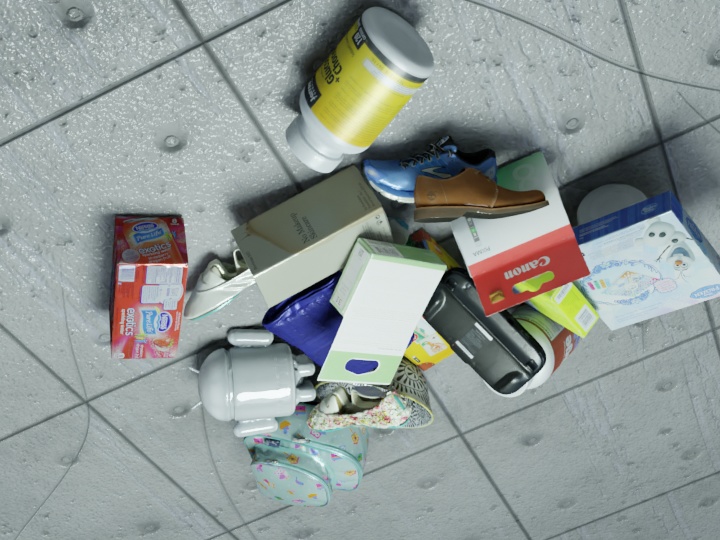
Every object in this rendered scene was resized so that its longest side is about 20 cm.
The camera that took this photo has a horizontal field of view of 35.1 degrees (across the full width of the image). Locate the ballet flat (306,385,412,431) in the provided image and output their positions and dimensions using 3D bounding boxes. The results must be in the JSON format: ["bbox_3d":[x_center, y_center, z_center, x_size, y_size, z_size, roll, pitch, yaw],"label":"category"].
[{"bbox_3d":[-0.008,0.206,1.749,0.197,0.076,0.065,-9,117,35],"label":"ballet flat"}]

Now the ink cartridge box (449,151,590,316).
[{"bbox_3d":[0.213,-0.054,1.590,0.159,0.202,0.050,-22,141,8],"label":"ink cartridge box"}]

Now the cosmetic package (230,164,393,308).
[{"bbox_3d":[-0.066,-0.048,1.561,0.198,0.104,0.074,-28,138,-6],"label":"cosmetic package"}]

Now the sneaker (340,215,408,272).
[{"bbox_3d":[0.000,0.000,1.677,0.076,0.082,0.200,29,121,-35],"label":"sneaker"}]

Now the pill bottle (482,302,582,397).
[{"bbox_3d":[0.266,0.115,1.777,0.199,0.112,0.113,-35,161,-49],"label":"pill bottle"}]

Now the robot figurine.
[{"bbox_3d":[-0.170,0.175,1.788,0.196,0.113,0.173,-5,96,-9],"label":"robot figurine"}]

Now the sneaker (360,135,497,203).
[{"bbox_3d":[0.096,-0.145,1.567,0.196,0.079,0.091,0,118,-14],"label":"sneaker"}]

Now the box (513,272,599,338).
[{"bbox_3d":[0.255,0.018,1.713,0.048,0.199,0.122,-51,132,-5],"label":"box"}]

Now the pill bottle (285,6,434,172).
[{"bbox_3d":[-0.007,-0.219,1.419,0.111,0.113,0.200,22,126,-33],"label":"pill bottle"}]

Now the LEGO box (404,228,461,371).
[{"bbox_3d":[0.098,0.050,1.758,0.148,0.078,0.200,-33,135,17],"label":"LEGO box"}]

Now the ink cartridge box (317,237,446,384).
[{"bbox_3d":[0.021,0.060,1.586,0.144,0.048,0.202,8,117,-41],"label":"ink cartridge box"}]

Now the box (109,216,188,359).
[{"bbox_3d":[-0.302,0.027,1.608,0.098,0.096,0.202,0,136,-15],"label":"box"}]

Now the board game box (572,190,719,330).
[{"bbox_3d":[0.399,-0.009,1.631,0.198,0.044,0.199,-21,132,33],"label":"board game box"}]

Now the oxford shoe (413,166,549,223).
[{"bbox_3d":[0.165,-0.104,1.527,0.196,0.073,0.071,-1,173,-21],"label":"oxford shoe"}]

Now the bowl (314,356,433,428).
[{"bbox_3d":[0.032,0.175,1.837,0.197,0.096,0.201,13,158,6],"label":"bowl"}]

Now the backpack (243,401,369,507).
[{"bbox_3d":[-0.085,0.300,1.881,0.196,0.155,0.177,1,144,6],"label":"backpack"}]

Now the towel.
[{"bbox_3d":[-0.030,0.077,1.658,0.146,0.050,0.199,-31,133,23],"label":"towel"}]

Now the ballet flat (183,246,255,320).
[{"bbox_3d":[-0.181,0.001,1.649,0.198,0.070,0.070,-27,137,7],"label":"ballet flat"}]

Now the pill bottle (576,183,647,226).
[{"bbox_3d":[0.395,-0.027,1.736,0.109,0.112,0.201,-18,138,4],"label":"pill bottle"}]

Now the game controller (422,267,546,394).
[{"bbox_3d":[0.177,0.091,1.665,0.200,0.042,0.104,46,127,0],"label":"game controller"}]
